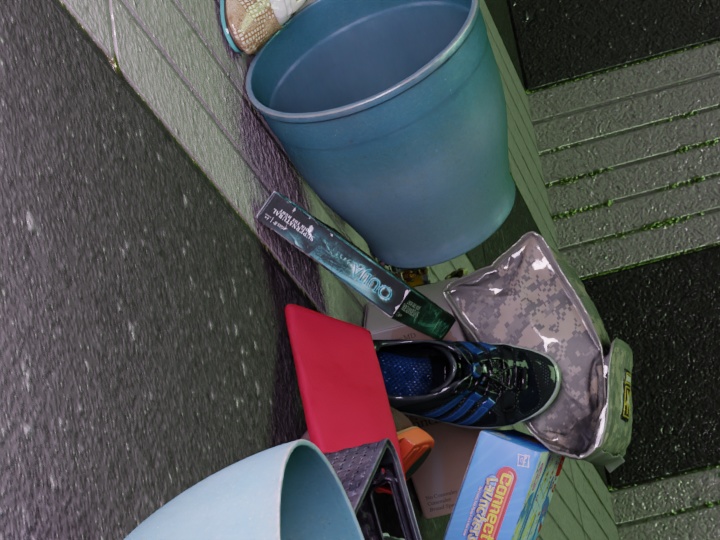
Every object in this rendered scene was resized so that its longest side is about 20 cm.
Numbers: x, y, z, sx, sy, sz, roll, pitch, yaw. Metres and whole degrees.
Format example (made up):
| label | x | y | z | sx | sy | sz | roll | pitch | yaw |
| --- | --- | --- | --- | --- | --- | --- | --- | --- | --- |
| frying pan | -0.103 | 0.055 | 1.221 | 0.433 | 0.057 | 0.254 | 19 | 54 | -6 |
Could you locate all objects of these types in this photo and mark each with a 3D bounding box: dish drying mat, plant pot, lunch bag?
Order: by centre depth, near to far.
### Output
| label | x | y | z | sx | sy | sz | roll | pitch | yaw |
| --- | --- | --- | --- | --- | --- | --- | --- | --- | --- |
| plant pot | -0.068 | 0.194 | 1.006 | 0.200 | 0.134 | 0.202 | -15 | 90 | -79 |
| dish drying mat | -0.013 | 0.092 | 1.558 | 0.018 | 0.076 | 0.200 | -62 | -159 | 24 |
| plant pot | 0.034 | -0.112 | 1.721 | 0.201 | 0.199 | 0.189 | -89 | 157 | -55 |
| lunch bag | 0.176 | 0.081 | 1.871 | 0.201 | 0.117 | 0.164 | 60 | 8 | 14 |

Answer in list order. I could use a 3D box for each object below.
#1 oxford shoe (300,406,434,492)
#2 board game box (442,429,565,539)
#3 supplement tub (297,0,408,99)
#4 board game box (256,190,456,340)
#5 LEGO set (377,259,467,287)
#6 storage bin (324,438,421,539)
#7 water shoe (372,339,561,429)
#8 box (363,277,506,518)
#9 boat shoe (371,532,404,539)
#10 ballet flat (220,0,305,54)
| label | x | y | z | sx | sy | sz | roll | pitch | yaw |
| --- | --- | --- | --- | --- | --- | --- | --- | --- | --- |
| oxford shoe | -0.012 | 0.130 | 1.624 | 0.073 | 0.071 | 0.200 | 43 | 9 | 19 |
| board game box | 0.112 | 0.239 | 1.837 | 0.200 | 0.055 | 0.197 | 16 | 93 | -77 |
| supplement tub | 0.024 | -0.152 | 1.908 | 0.146 | 0.144 | 0.201 | -94 | 165 | -44 |
| board game box | 0.000 | 0.000 | 1.692 | 0.135 | 0.028 | 0.200 | 36 | 1 | 15 |
| LEGO set | 0.090 | 0.008 | 2.109 | 0.154 | 0.115 | 0.202 | -29 | 105 | -79 |
| storage bin | -0.017 | 0.204 | 1.372 | 0.200 | 0.093 | 0.136 | -57 | 132 | -77 |
| water shoe | 0.078 | 0.092 | 1.735 | 0.079 | 0.198 | 0.072 | 153 | -64 | -73 |
| box | 0.074 | 0.118 | 1.960 | 0.078 | 0.094 | 0.201 | -80 | 153 | -65 |
| boat shoe | 0.016 | 0.229 | 1.576 | 0.200 | 0.067 | 0.072 | 35 | 42 | -74 |
| ballet flat | -0.073 | -0.241 | 1.733 | 0.201 | 0.065 | 0.071 | -88 | 160 | -56 |
